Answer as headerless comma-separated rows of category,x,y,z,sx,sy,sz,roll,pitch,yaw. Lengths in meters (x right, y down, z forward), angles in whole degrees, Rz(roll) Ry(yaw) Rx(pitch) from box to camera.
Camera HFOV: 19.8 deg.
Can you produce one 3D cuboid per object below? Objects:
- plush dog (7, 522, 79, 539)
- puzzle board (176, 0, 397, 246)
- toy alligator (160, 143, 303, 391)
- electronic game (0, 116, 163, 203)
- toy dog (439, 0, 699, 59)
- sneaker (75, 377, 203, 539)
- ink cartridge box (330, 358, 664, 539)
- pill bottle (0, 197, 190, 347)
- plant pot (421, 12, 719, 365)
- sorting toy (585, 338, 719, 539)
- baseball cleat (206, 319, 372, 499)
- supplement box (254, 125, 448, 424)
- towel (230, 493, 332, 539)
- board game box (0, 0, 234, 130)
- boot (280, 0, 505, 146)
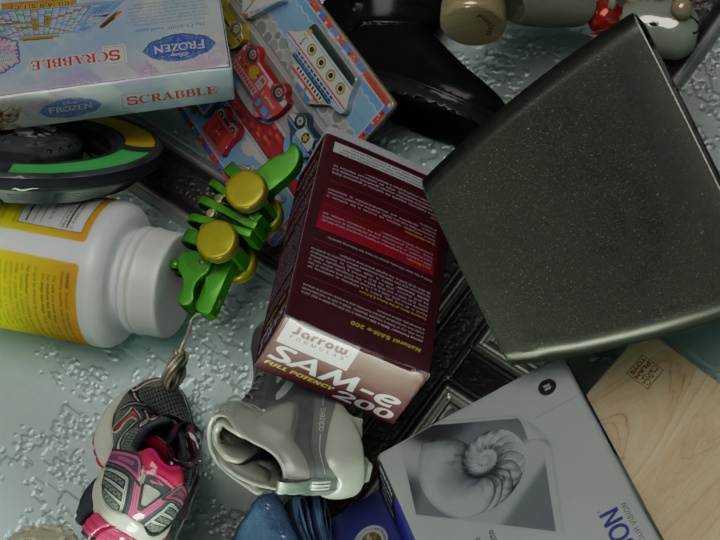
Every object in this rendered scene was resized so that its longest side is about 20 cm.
plush dog,-0.179,0.278,1.391,0.171,0.160,0.201,21,91,3
puzzle board,-0.073,-0.141,1.555,0.151,0.017,0.200,-49,61,25
toy alligator,-0.109,-0.011,1.474,0.054,0.059,0.201,26,79,21
electronic game,-0.247,-0.092,1.536,0.199,0.200,0.042,10,110,17
toy dog,0.155,-0.214,1.496,0.199,0.096,0.132,-6,66,-17
sneaker,-0.137,0.125,1.415,0.080,0.200,0.075,30,109,-13
ink cartridge box,0.085,0.178,1.320,0.199,0.041,0.200,-31,48,5
pill bottle,-0.227,-0.005,1.521,0.199,0.109,0.110,11,70,17
plant pot,0.154,-0.040,1.383,0.177,0.200,0.200,-26,89,12
sorting toy,0.205,0.180,1.364,0.199,0.070,0.200,37,79,24
baseball cleat,-0.062,0.088,1.417,0.106,0.070,0.200,1,25,-23
supplement box,0.000,0.000,1.430,0.108,0.061,0.200,23,42,-10
towel,-0.032,0.254,1.372,0.048,0.112,0.201,-6,59,-31
board game box,-0.204,-0.202,1.546,0.199,0.041,0.200,-7,56,-4
boot,0.053,-0.194,1.557,0.199,0.076,0.169,22,77,27
